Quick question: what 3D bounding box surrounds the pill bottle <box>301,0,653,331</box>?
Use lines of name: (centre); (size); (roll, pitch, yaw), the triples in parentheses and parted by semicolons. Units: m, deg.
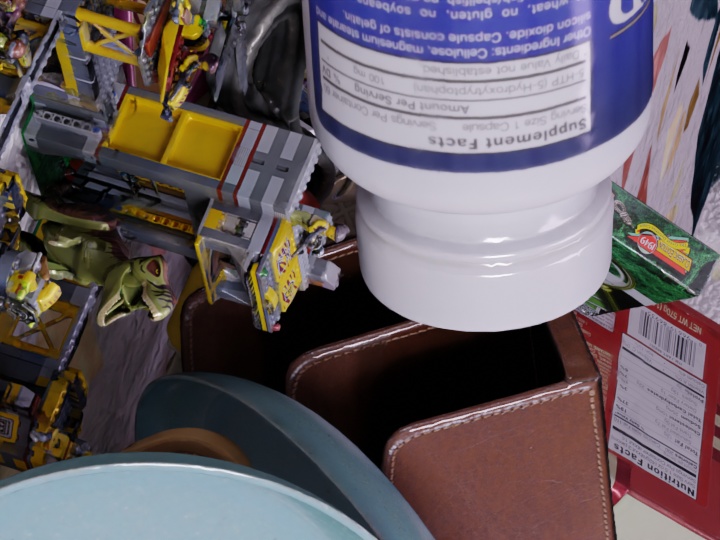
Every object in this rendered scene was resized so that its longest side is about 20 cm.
pill bottle: (0.039, -0.087, 0.967); (0.120, 0.119, 0.201); (-58, 151, -51)

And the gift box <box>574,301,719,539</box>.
gift box: (0.080, 0.097, 1.462); (0.187, 0.184, 0.200); (-51, -168, 35)

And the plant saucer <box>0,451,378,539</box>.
plant saucer: (-0.075, 0.126, 0.959); (0.036, 0.198, 0.201); (-98, -169, -50)

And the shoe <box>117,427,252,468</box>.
shoe: (-0.100, 0.129, 1.029); (0.200, 0.070, 0.053); (-54, -176, 20)

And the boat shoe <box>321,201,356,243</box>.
boat shoe: (-0.004, 0.017, 1.378); (0.062, 0.074, 0.201); (59, 53, -80)

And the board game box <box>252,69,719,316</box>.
board game box: (0.033, -0.047, 1.103); (0.024, 0.199, 0.105); (-60, -167, -16)

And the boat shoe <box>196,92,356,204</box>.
boat shoe: (-0.019, -0.065, 1.207); (0.200, 0.068, 0.075); (-51, 157, -58)

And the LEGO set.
LEGO set: (-0.070, -0.011, 0.926); (0.201, 0.115, 0.154); (88, 21, -54)

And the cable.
cable: (-0.027, -0.039, 1.060); (0.097, 0.050, 0.200); (-40, 163, -33)

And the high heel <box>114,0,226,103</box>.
high heel: (-0.053, -0.139, 0.972); (0.200, 0.067, 0.096); (111, -7, -52)

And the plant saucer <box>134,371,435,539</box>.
plant saucer: (-0.010, 0.117, 1.041); (0.027, 0.200, 0.201); (-34, 148, -25)

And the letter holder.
letter holder: (0.016, 0.087, 1.098); (0.201, 0.141, 0.101); (79, -7, -48)
